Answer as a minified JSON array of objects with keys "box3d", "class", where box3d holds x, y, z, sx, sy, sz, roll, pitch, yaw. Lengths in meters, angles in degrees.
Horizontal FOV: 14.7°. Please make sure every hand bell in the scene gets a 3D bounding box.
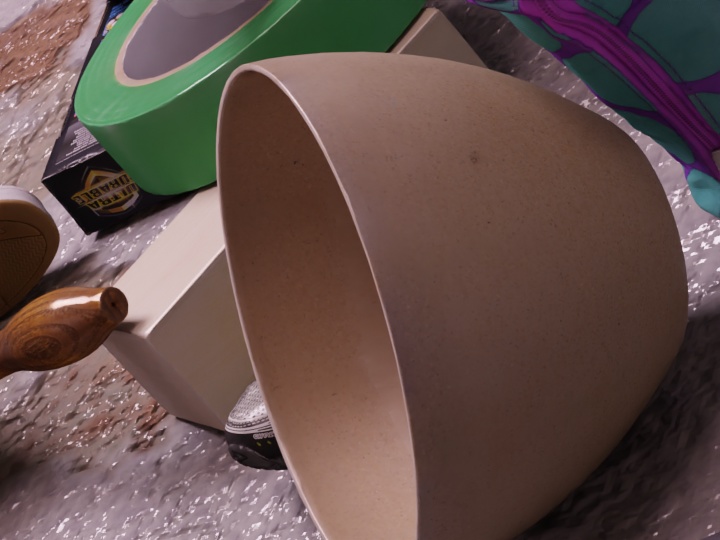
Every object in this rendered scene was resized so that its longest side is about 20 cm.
[{"box3d":[-0.170,0.043,1.251,0.199,0.104,0.104,-22,32,46],"class":"hand bell"}]

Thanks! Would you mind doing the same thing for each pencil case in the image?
[{"box3d":[0.111,-0.094,1.047,0.085,0.200,0.093,-20,54,31],"class":"pencil case"}]

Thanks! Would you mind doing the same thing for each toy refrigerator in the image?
[{"box3d":[-0.024,-0.023,1.246,0.200,0.070,0.076,-49,23,-17],"class":"toy refrigerator"}]

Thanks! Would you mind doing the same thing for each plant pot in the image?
[{"box3d":[0.042,0.006,1.032,0.134,0.202,0.200,-16,24,-17],"class":"plant pot"}]

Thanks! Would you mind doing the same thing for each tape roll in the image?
[{"box3d":[-0.045,-0.122,1.305,0.200,0.048,0.201,-35,22,17],"class":"tape roll"}]

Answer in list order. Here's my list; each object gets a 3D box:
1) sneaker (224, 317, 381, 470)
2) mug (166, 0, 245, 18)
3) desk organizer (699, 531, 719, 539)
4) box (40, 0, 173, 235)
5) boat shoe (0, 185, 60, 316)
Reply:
[{"box3d":[0.000,0.000,1.165,0.078,0.085,0.200,1,49,50],"class":"sneaker"},{"box3d":[-0.092,-0.212,1.250,0.147,0.175,0.201,-23,29,40],"class":"mug"},{"box3d":[0.184,0.097,0.819,0.071,0.077,0.200,-18,-3,-33],"class":"desk organizer"},{"box3d":[-0.060,-0.129,1.453,0.199,0.050,0.199,-24,31,27],"class":"box"},{"box3d":[-0.241,0.003,1.456,0.199,0.071,0.070,-29,32,21],"class":"boat shoe"}]
